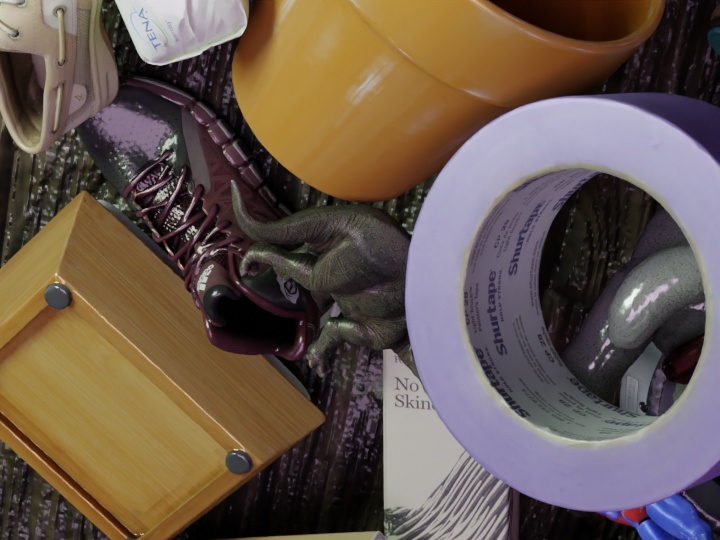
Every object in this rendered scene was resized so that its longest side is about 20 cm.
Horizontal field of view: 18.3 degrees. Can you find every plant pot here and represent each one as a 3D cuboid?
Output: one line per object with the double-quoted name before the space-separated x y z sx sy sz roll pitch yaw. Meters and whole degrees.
"plant pot" 0.029 -0.138 1.186 0.200 0.201 0.183 38 129 -7

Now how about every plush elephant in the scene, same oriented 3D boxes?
"plush elephant" 0.222 0.028 1.184 0.164 0.155 0.201 14 103 -45

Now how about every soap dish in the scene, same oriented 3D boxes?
"soap dish" -0.144 0.071 1.340 0.200 0.081 0.157 44 124 -12

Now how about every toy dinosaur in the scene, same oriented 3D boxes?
"toy dinosaur" 0.000 0.000 1.236 0.102 0.077 0.200 -18 125 26

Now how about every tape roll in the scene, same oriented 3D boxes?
"tape roll" 0.127 0.013 1.104 0.199 0.085 0.202 4 98 31

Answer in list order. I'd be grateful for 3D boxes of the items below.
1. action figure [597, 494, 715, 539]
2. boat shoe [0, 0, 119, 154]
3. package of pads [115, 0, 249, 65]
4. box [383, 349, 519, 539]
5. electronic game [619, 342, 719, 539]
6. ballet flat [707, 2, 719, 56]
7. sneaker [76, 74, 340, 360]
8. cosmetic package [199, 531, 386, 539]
"action figure" 0.171 0.138 1.302 0.200 0.051 0.066 44 144 27
"boat shoe" -0.181 -0.143 1.203 0.072 0.065 0.201 30 150 24
"package of pads" -0.117 -0.220 1.182 0.068 0.155 0.201 -20 109 6
"box" 0.056 0.121 1.347 0.081 0.068 0.202 2 114 10
"electronic game" 0.251 0.084 1.312 0.198 0.042 0.202 5 109 14
"ballet flat" 0.270 -0.081 1.232 0.070 0.071 0.200 -34 106 21
"sneaker" -0.090 -0.025 1.285 0.200 0.116 0.076 41 113 -9
"cosmetic package" -0.050 0.220 1.356 0.199 0.071 0.106 -8 124 43
